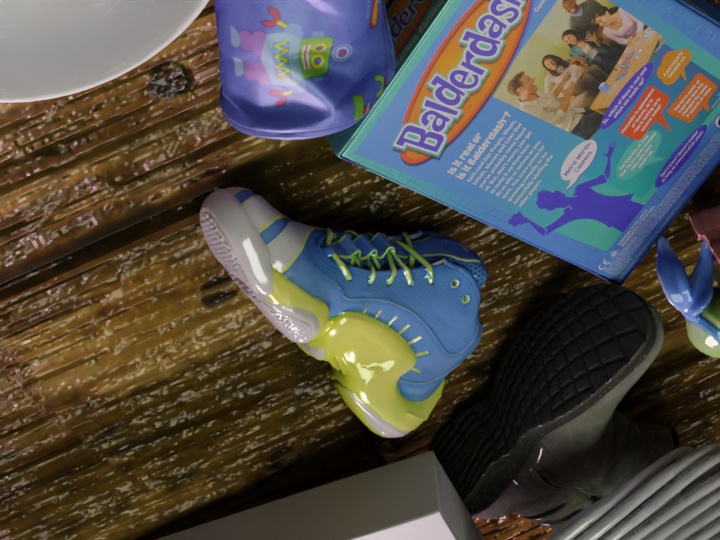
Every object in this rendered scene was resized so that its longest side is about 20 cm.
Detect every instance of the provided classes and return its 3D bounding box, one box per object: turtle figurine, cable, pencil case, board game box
[{"bbox_3d":[0.264,-0.022,0.913,0.200,0.144,0.194,31,97,-14],"label":"turtle figurine"},{"bbox_3d":[0.150,0.179,0.983,0.200,0.069,0.200,-29,159,-21],"label":"cable"},{"bbox_3d":[-0.024,-0.154,0.746,0.087,0.078,0.200,4,127,5],"label":"pencil case"},{"bbox_3d":[0.100,-0.091,0.861,0.200,0.045,0.152,23,114,-33],"label":"board game box"}]

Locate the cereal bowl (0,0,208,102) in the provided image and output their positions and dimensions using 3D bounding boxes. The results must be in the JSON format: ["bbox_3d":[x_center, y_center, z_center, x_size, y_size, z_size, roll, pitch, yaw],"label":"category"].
[{"bbox_3d":[-0.146,-0.171,0.676,0.200,0.083,0.200,-5,126,-7],"label":"cereal bowl"}]

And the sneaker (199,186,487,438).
[{"bbox_3d":[0.000,0.000,0.882,0.105,0.076,0.200,-42,136,-4],"label":"sneaker"}]

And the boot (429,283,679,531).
[{"bbox_3d":[0.137,0.086,0.989,0.130,0.068,0.200,13,134,-32],"label":"boot"}]

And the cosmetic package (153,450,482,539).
[{"bbox_3d":[-0.035,0.171,0.968,0.200,0.051,0.083,-19,129,12],"label":"cosmetic package"}]
